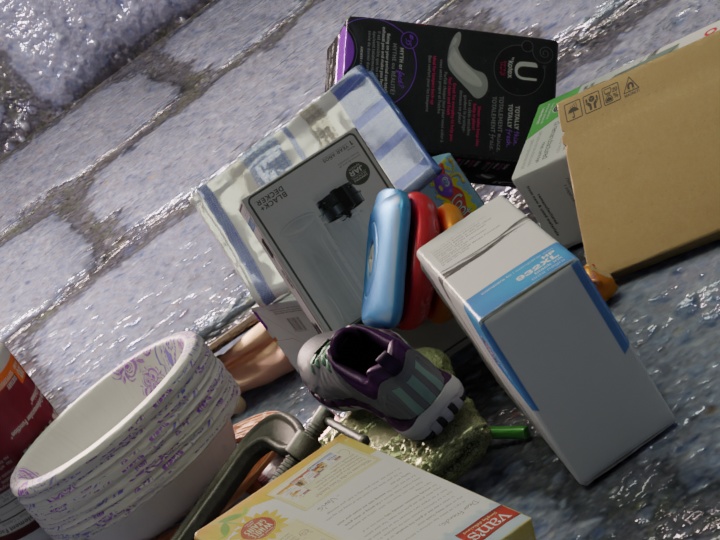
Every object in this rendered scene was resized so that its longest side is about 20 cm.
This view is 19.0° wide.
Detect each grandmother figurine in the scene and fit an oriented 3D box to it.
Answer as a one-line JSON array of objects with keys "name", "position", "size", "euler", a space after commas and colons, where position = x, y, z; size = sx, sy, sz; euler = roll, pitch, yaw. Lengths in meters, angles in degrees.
[{"name": "grandmother figurine", "position": [-0.132, 0.105, 1.979], "size": [0.199, 0.061, 0.121], "euler": [-32, 10, 2]}]

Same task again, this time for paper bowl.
[{"name": "paper bowl", "position": [-0.183, 0.151, 1.774], "size": [0.200, 0.105, 0.201], "euler": [-35, 14, 10]}]

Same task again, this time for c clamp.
[{"name": "c clamp", "position": [-0.088, 0.177, 1.626], "size": [0.200, 0.027, 0.171], "euler": [-53, 24, -1]}]

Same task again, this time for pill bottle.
[{"name": "pill bottle", "position": [-0.301, 0.170, 1.880], "size": [0.114, 0.200, 0.114], "euler": [-31, 19, 12]}]

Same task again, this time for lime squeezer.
[{"name": "lime squeezer", "position": [0.065, 0.116, 1.660], "size": [0.070, 0.038, 0.200], "euler": [-6, 12, -15]}]

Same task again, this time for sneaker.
[{"name": "sneaker", "position": [-0.002, 0.060, 1.587], "size": [0.075, 0.088, 0.200], "euler": [-52, 30, -14]}]

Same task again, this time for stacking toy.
[{"name": "stacking toy", "position": [0.105, 0.000, 1.682], "size": [0.199, 0.110, 0.116], "euler": [6, -6, -7]}]

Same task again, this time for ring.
[{"name": "ring", "position": [-0.137, 0.189, 1.794], "size": [0.200, 0.019, 0.201], "euler": [-35, 13, 9]}]

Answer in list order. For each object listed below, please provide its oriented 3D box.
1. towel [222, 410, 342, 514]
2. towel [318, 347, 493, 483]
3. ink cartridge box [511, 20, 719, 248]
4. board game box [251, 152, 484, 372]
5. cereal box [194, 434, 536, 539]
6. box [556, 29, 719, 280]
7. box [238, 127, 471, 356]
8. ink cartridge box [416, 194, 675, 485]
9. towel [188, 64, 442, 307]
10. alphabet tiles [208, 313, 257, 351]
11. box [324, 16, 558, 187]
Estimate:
[{"name": "towel", "position": [-0.076, 0.189, 1.727], "size": [0.200, 0.023, 0.144], "euler": [-40, 18, -13]}, {"name": "towel", "position": [0.004, 0.152, 1.591], "size": [0.200, 0.036, 0.148], "euler": [-42, 28, 6]}, {"name": "ink cartridge box", "position": [0.243, -0.118, 1.829], "size": [0.199, 0.084, 0.146], "euler": [-25, 21, 27]}, {"name": "board game box", "position": [0.019, 0.003, 1.888], "size": [0.200, 0.103, 0.105], "euler": [-47, 21, -30]}, {"name": "cereal box", "position": [0.002, 0.186, 1.445], "size": [0.144, 0.040, 0.200], "euler": [-31, 32, -30]}, {"name": "box", "position": [0.254, -0.095, 1.698], "size": [0.199, 0.021, 0.164], "euler": [-23, 64, 32]}, {"name": "box", "position": [0.000, 0.000, 1.758], "size": [0.116, 0.200, 0.060], "euler": [-34, -2, -9]}, {"name": "ink cartridge box", "position": [0.128, 0.044, 1.531], "size": [0.084, 0.145, 0.200], "euler": [-34, 18, -1]}, {"name": "towel", "position": [-0.042, -0.074, 1.858], "size": [0.200, 0.024, 0.147], "euler": [-36, 56, 5]}, {"name": "alphabet tiles", "position": [-0.102, 0.049, 2.027], "size": [0.167, 0.008, 0.200], "euler": [-35, -2, 35]}, {"name": "box", "position": [0.071, -0.152, 1.968], "size": [0.199, 0.123, 0.106], "euler": [6, -11, -9]}]
